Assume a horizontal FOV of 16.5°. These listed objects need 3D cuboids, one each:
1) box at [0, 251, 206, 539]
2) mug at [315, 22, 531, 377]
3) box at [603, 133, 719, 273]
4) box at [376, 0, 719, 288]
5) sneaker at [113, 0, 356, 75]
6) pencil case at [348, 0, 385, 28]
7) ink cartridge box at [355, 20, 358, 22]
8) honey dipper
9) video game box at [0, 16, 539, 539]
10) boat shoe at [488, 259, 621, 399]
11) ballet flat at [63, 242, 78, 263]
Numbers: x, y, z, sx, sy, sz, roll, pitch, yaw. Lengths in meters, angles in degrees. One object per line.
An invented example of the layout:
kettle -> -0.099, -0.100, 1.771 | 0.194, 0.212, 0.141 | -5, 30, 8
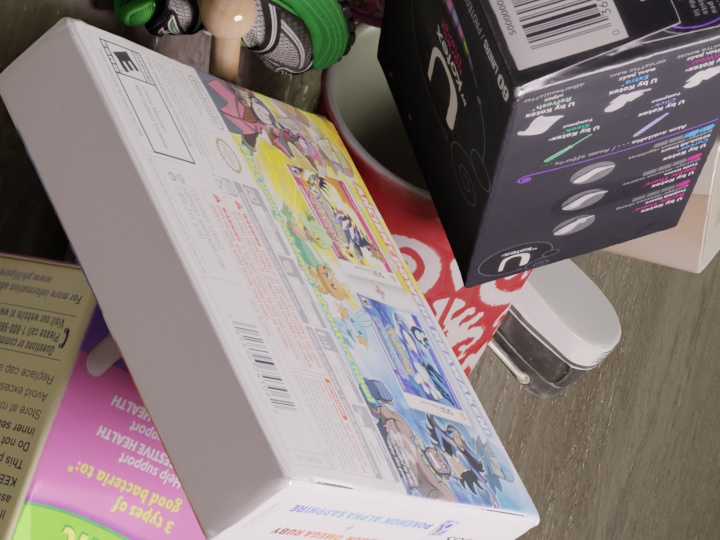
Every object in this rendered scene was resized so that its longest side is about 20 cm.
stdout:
box -> -0.104, 0.116, 0.957 | 0.176, 0.097, 0.200 | 31, 74, -46
mug -> -0.001, -0.009, 1.195 | 0.200, 0.177, 0.134 | 113, -32, -45
box -> 0.107, -0.070, 1.350 | 0.095, 0.200, 0.078 | -38, 139, -60
box -> 0.078, -0.093, 1.008 | 0.200, 0.106, 0.122 | 98, -26, -68
sneaker -> -0.062, -0.130, 1.036 | 0.078, 0.085, 0.200 | 63, 7, 23
pencil case -> 0.053, -0.186, 1.144 | 0.200, 0.086, 0.083 | -39, 116, -37
ink cartridge box -> 0.111, -0.138, 1.320 | 0.200, 0.198, 0.043 | -34, 142, -62
honey dipper -> -0.060, -0.066, 1.053 | 0.200, 0.038, 0.038 | 100, 12, -64
video game box -> -0.032, 0.013, 0.924 | 0.047, 0.200, 0.182 | -38, 153, 23
boat shoe -> 0.047, -0.016, 1.302 | 0.064, 0.200, 0.071 | -42, 178, 33
ballet flat -> -0.095, 0.017, 1.055 | 0.074, 0.074, 0.200 | -52, 147, -50
